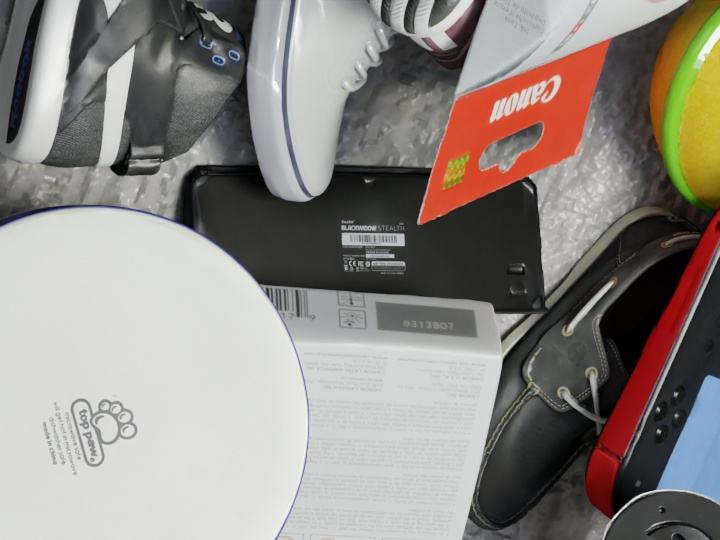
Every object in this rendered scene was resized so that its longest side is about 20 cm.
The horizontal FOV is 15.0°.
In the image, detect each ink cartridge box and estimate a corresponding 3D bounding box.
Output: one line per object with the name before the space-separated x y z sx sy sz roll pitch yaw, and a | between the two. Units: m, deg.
ink cartridge box | 0.111 -0.116 1.300 0.162 0.050 0.200 -25 137 -53
ink cartridge box | -0.025 0.098 1.383 0.162 0.057 0.200 4 131 -8

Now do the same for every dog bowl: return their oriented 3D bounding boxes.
dog bowl | -0.126 0.069 1.245 0.200 0.079 0.200 0 89 -13

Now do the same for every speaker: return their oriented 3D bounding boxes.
speaker | 0.150 0.180 1.427 0.081 0.200 0.081 1 68 -3

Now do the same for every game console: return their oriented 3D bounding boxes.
game console | 0.205 0.065 1.471 0.200 0.031 0.177 21 97 -55

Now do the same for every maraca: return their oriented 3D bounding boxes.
maraca | 0.222 -0.083 1.440 0.137 0.107 0.200 -50 141 3

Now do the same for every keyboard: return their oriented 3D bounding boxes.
keyboard | 0.000 0.000 1.405 0.200 0.040 0.104 1 81 -24

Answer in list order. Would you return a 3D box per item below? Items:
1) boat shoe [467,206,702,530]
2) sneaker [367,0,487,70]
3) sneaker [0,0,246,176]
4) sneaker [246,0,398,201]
boat shoe | 0.118 0.056 1.451 0.072 0.068 0.200 39 88 -31
sneaker | 0.073 -0.184 1.298 0.200 0.076 0.116 -58 155 -8
sneaker | -0.099 -0.142 1.291 0.112 0.073 0.200 6 111 -30
sneaker | -0.009 -0.124 1.314 0.071 0.073 0.200 12 114 16
